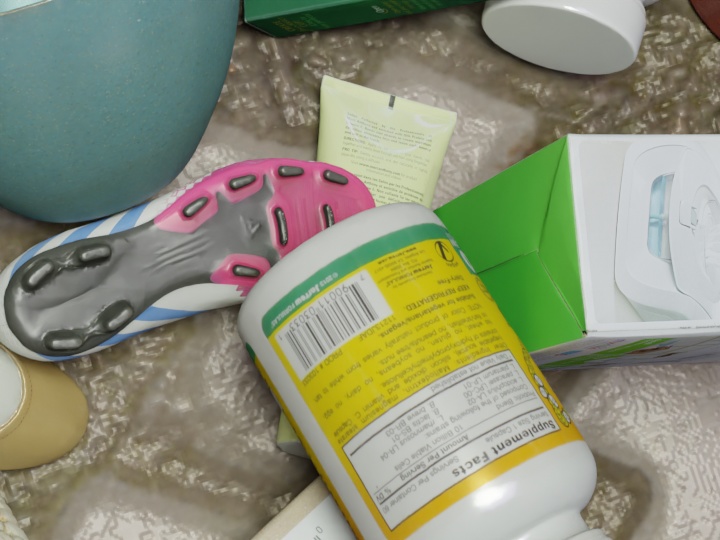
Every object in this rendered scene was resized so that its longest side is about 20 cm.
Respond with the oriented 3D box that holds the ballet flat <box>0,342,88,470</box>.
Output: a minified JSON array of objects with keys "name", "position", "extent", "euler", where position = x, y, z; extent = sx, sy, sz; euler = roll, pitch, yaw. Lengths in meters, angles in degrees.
[{"name":"ballet flat","position":[-0.223,0.047,0.814],"extent":[0.200,0.063,0.069],"euler":[18,75,-14]}]

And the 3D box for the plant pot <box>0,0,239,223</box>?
[{"name":"plant pot","position":[-0.142,-0.102,0.812],"extent":[0.200,0.200,0.135],"euler":[-27,125,-19]}]

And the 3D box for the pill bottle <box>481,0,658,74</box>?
[{"name":"pill bottle","position":[0.131,-0.215,0.933],"extent":[0.113,0.113,0.200],"euler":[19,76,-13]}]

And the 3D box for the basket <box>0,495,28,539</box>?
[{"name":"basket","position":[-0.253,0.147,0.703],"extent":[0.161,0.200,0.198],"euler":[30,86,-23]}]

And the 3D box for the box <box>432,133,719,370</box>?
[{"name":"box","position":[0.149,-0.002,0.861],"extent":[0.176,0.200,0.097],"euler":[-3,82,-16]}]

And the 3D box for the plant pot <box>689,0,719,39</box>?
[{"name":"plant pot","position":[0.277,-0.204,0.932],"extent":[0.201,0.195,0.201],"euler":[2,81,-16]}]

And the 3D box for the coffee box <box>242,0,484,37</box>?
[{"name":"coffee box","position":[0.033,-0.195,0.880],"extent":[0.200,0.044,0.123],"euler":[-9,81,22]}]

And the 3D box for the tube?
[{"name":"tube","position":[0.000,0.000,0.900],"extent":[0.058,0.052,0.200],"euler":[30,65,-53]}]

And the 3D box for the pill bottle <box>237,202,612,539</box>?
[{"name":"pill bottle","position":[0.037,0.078,0.787],"extent":[0.113,0.113,0.200],"euler":[-26,71,-19]}]

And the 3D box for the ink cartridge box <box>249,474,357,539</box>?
[{"name":"ink cartridge box","position":[-0.021,0.212,0.819],"extent":[0.165,0.075,0.200],"euler":[44,66,9]}]

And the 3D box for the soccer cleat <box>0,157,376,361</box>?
[{"name":"soccer cleat","position":[-0.091,-0.010,0.852],"extent":[0.200,0.086,0.070],"euler":[-18,98,-23]}]
